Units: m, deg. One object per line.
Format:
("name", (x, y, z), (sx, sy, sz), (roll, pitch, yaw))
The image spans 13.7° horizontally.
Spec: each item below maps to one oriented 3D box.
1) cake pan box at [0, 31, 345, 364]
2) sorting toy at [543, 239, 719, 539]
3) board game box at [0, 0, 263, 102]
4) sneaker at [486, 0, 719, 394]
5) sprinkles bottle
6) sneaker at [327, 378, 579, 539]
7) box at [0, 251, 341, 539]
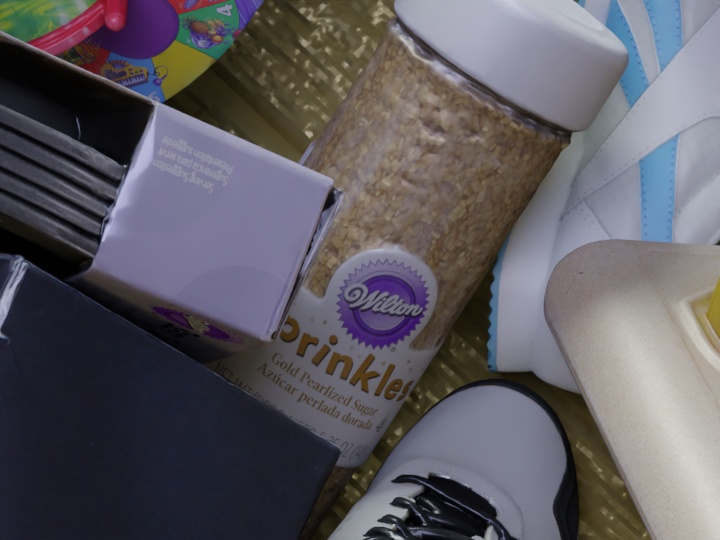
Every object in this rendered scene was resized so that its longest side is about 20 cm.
("cake pan box", (-0.113, -0.030, 0.813), (0.184, 0.200, 0.052), (23, 80, -13))
("sorting toy", (0.169, 0.045, 0.829), (0.199, 0.037, 0.185), (0, 35, -16))
("board game box", (-0.118, -0.103, 0.858), (0.200, 0.158, 0.039), (17, 35, -14))
("sneaker", (0.101, -0.054, 0.941), (0.081, 0.077, 0.200), (15, 80, 8))
("sprinkles bottle", (0.000, 0.000, 0.893), (0.068, 0.068, 0.200), (37, 104, 19))
("sneaker", (0.017, 0.097, 0.860), (0.074, 0.080, 0.200), (20, 46, 11))
("box", (-0.135, 0.101, 0.828), (0.200, 0.123, 0.199), (8, 71, 56))
